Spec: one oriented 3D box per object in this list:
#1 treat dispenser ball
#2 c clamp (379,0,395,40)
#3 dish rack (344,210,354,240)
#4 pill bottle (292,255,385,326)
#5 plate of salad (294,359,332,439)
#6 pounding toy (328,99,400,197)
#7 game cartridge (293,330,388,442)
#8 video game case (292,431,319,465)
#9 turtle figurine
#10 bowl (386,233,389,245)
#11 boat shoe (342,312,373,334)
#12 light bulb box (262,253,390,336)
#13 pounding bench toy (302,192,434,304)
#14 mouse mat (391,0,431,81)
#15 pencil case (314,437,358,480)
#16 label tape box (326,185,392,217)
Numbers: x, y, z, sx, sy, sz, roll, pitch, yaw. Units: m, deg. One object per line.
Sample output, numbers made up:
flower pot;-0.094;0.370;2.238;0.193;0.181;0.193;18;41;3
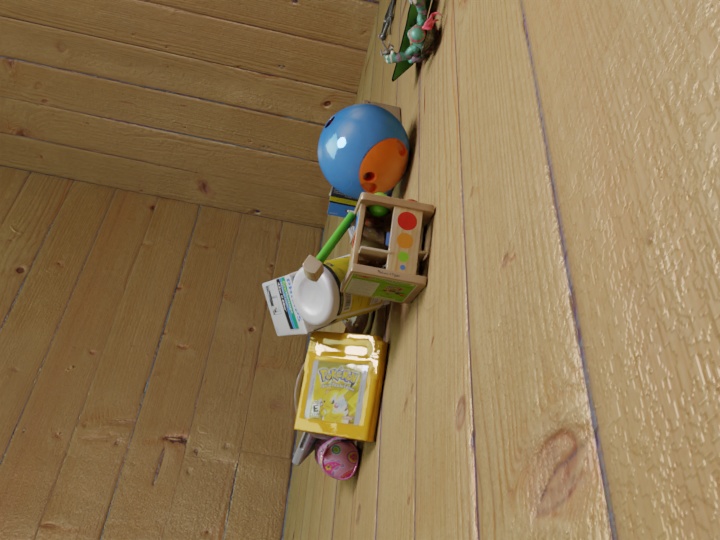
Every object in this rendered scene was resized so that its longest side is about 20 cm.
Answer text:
treat dispenser ball;0.007;-0.256;1.590;0.201;0.199;0.202;-169;90;-84
c clamp;0.094;-0.884;2.618;0.200;0.027;0.172;151;129;-81
dish rack;-0.002;-0.149;2.004;0.200;0.043;0.173;122;134;-73
pill bottle;-0.021;0.030;1.371;0.112;0.199;0.113;10;105;42
plate of salad;-0.055;0.254;1.544;0.048;0.199;0.201;3;80;45
pounding toy;0.012;-0.302;1.881;0.185;0.141;0.201;-87;10;-53
game cartridge;-0.039;0.222;1.436;0.032;0.175;0.201;27;-112;-56
video game case;-0.074;0.328;1.682;0.200;0.022;0.183;-33;-31;-61
turtle figurine;0.110;-0.485;1.517;0.150;0.100;0.200;-60;-6;14
bowl;0.035;-0.063;1.757;0.201;0.039;0.202;-169;90;-84
boat shoe;-0.010;0.118;1.724;0.072;0.067;0.201;-94;16;-66
light bulb box;-0.075;0.048;1.537;0.200;0.197;0.126;-14;93;67
pounding bench toy;0.009;-0.050;1.241;0.124;0.199;0.157;118;161;-70
mouse mat;0.120;-0.540;1.667;0.161;0.007;0.201;-53;-19;-51
pencil case;-0.054;0.397;1.585;0.200;0.087;0.088;129;151;-79
label tape box;0.005;-0.212;1.787;0.200;0.143;0.064;109;170;-50
